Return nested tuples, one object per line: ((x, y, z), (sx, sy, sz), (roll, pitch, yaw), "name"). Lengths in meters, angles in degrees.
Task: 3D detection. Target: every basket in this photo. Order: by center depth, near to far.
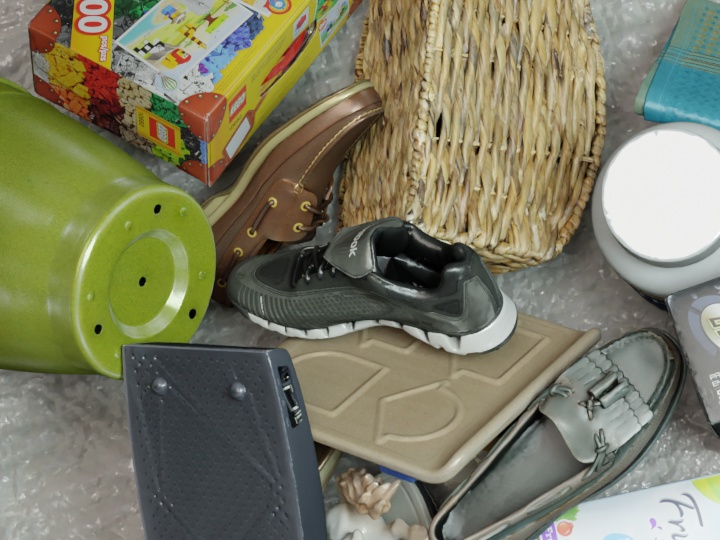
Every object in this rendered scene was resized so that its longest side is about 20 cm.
((0.078, -0.098, 1.751), (0.142, 0.149, 0.201), (10, 79, -19), "basket")

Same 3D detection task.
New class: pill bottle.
((0.207, -0.033, 1.633), (0.110, 0.200, 0.112), (-2, 83, 13), "pill bottle")

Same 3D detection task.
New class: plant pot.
((-0.205, -0.014, 1.696), (0.192, 0.200, 0.201), (17, 83, 39), "plant pot")

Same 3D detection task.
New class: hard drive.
((-0.081, 0.141, 1.626), (0.134, 0.042, 0.201), (1, 105, 37), "hard drive")

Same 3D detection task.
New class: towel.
((0.291, -0.116, 1.680), (0.199, 0.022, 0.147), (16, 39, 14), "towel")

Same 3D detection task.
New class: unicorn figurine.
((-0.010, 0.223, 1.675), (0.137, 0.074, 0.201), (22, 94, 56), "unicorn figurine")

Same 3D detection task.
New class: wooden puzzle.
((0.031, 0.075, 1.668), (0.199, 0.185, 0.046), (13, 125, 34), "wooden puzzle")

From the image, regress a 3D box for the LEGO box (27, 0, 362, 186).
((-0.110, -0.176, 1.760), (0.149, 0.077, 0.200), (27, 58, 16), "LEGO box")

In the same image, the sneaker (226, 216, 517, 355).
((0.000, 0.000, 1.655), (0.199, 0.091, 0.067), (7, 53, 24), "sneaker")

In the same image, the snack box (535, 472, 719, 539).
((0.182, 0.214, 1.650), (0.199, 0.053, 0.143), (-12, 78, -2), "snack box")

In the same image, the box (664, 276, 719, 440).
((0.287, 0.044, 1.600), (0.163, 0.200, 0.086), (-20, 76, 9), "box")

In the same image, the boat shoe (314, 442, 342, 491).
((-0.073, 0.171, 1.723), (0.200, 0.065, 0.072), (-52, 54, 7), "boat shoe")

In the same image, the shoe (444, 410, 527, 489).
((0.058, 0.113, 1.717), (0.199, 0.070, 0.054), (18, 110, 20), "shoe")

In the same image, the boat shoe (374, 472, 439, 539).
((0.053, 0.228, 1.693), (0.074, 0.060, 0.201), (-35, 65, 40), "boat shoe")

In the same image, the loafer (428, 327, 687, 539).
((0.122, 0.113, 1.595), (0.200, 0.063, 0.072), (-46, 70, 10), "loafer")

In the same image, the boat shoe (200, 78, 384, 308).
((-0.047, -0.052, 1.747), (0.200, 0.072, 0.068), (-43, 79, 28), "boat shoe")
